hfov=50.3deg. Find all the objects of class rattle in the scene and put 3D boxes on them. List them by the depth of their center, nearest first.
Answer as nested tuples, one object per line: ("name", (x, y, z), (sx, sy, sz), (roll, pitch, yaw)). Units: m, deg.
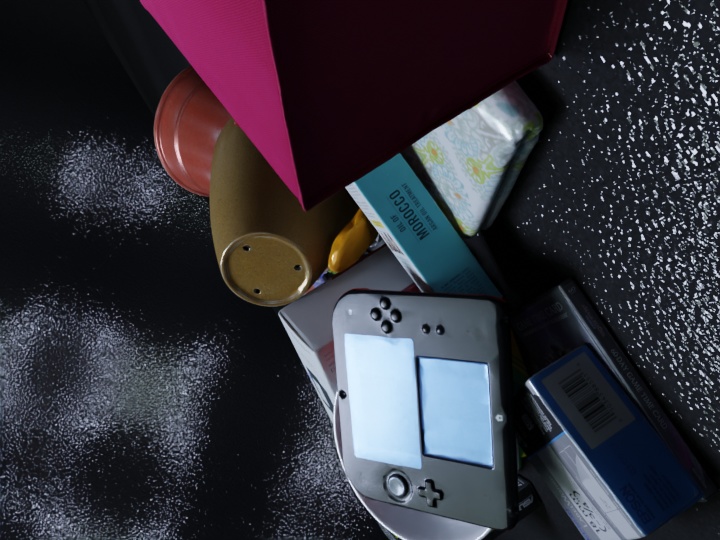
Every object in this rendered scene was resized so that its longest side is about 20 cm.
("rattle", (-0.026, -0.118, 0.790), (0.200, 0.143, 0.130), (53, -178, 0))

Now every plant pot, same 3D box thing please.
("plant pot", (-0.087, -0.061, 0.834), (0.200, 0.186, 0.187), (-86, -23, -54))
("plant pot", (-0.145, -0.171, 1.028), (0.195, 0.201, 0.201), (30, 150, 49))

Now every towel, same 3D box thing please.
("towel", (0.065, -0.129, 0.617), (0.171, 0.048, 0.200), (52, 166, 15))

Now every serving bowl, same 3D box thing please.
("serving bowl", (0.069, 0.157, 0.729), (0.200, 0.066, 0.200), (10, 106, 40))

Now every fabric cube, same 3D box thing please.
("fabric cube", (-0.013, -0.196, 0.413), (0.199, 0.200, 0.196), (51, 165, 22))

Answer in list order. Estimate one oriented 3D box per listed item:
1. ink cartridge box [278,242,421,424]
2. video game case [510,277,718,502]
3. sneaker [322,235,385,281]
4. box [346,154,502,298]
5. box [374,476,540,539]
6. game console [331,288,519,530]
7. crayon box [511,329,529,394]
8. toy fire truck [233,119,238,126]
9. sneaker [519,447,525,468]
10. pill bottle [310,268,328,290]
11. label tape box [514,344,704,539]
("ink cartridge box", (0.020, 0.093, 0.836), (0.083, 0.146, 0.200), (42, 160, 46))
("video game case", (0.209, 0.108, 0.672), (0.200, 0.019, 0.143), (58, 167, 8))
("sneaker", (0.000, 0.000, 0.919), (0.071, 0.083, 0.200), (16, 92, 67))
("box", (0.043, -0.045, 0.692), (0.200, 0.049, 0.082), (54, 177, -9))
("box", (0.131, 0.345, 1.114), (0.048, 0.193, 0.200), (60, 166, -12))
("game console", (0.053, 0.116, 0.671), (0.177, 0.031, 0.200), (3, 101, 41))
("crayon box", (0.125, 0.082, 0.856), (0.126, 0.052, 0.200), (36, 155, 60))
("toy fire truck", (-0.064, -0.230, 0.710), (0.200, 0.112, 0.168), (103, 165, -63))
("sneaker", (0.162, 0.239, 1.002), (0.078, 0.085, 0.200), (53, 167, 22))
("pill bottle", (-0.047, 0.014, 1.215), (0.112, 0.112, 0.200), (47, 164, 41))
("label tape box", (0.193, 0.165, 0.680), (0.144, 0.063, 0.200), (55, 166, 19))
